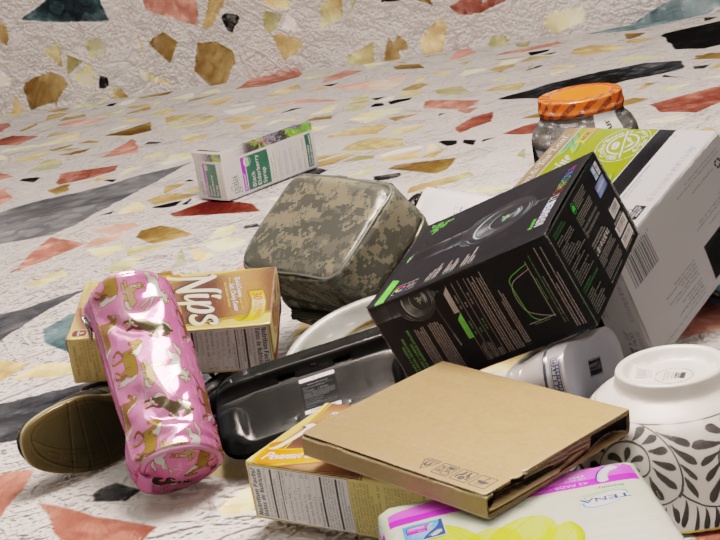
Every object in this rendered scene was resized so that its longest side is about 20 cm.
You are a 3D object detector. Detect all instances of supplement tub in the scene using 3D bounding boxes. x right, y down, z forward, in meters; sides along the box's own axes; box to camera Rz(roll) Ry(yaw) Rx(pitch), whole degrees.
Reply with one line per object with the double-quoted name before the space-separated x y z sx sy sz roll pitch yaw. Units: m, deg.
"supplement tub" 0.260 -0.102 1.707 0.121 0.202 0.123 -9 17 3

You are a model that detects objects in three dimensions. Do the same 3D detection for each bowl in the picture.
"bowl" 0.247 0.116 1.178 0.198 0.095 0.201 -9 16 3

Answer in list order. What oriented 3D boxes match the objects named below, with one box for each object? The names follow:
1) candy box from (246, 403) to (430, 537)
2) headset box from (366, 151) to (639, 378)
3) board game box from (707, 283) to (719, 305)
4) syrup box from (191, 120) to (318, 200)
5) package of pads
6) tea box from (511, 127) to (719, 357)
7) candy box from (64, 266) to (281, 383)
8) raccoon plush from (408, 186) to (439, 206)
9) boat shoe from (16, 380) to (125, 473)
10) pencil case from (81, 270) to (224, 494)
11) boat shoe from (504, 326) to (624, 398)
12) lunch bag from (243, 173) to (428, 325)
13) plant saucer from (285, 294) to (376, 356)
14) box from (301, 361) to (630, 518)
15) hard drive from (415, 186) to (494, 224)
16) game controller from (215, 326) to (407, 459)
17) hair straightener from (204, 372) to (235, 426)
"candy box" 0.022 0.161 1.209 0.198 0.056 0.115 2 21 36
"headset box" 0.121 0.003 1.320 0.199 0.093 0.174 -24 16 32
"board game box" 0.414 -0.051 1.569 0.200 0.047 0.151 -43 25 -10
"syrup box" -0.170 -0.179 2.451 0.199 0.080 0.081 -25 22 -40
"package of pads" 0.117 0.201 1.023 0.198 0.069 0.155 -12 16 -2
"tea box" 0.248 -0.031 1.502 0.196 0.134 0.200 6 43 47
"candy box" -0.179 0.053 1.486 0.198 0.056 0.116 -5 29 3
"raccoon plush" 0.134 -0.043 1.800 0.198 0.098 0.134 -16 25 -18
"boat shoe" -0.247 0.144 1.453 0.200 0.073 0.066 -19 11 -41
"pencil case" -0.186 0.099 1.353 0.086 0.201 0.083 -30 -30 12
"boat shoe" 0.178 0.087 1.294 0.065 0.074 0.200 -13 -12 25
"lunch bag" 0.000 0.000 1.608 0.199 0.168 0.140 7 61 50
"plant saucer" 0.024 0.093 1.428 0.198 0.051 0.201 -14 29 8
"box" 0.078 0.122 1.143 0.163 0.021 0.199 -23 22 -37
"hard drive" 0.130 -0.021 1.665 0.199 0.025 0.133 11 66 38
"game controller" -0.036 0.108 1.360 0.198 0.042 0.105 -18 45 2
"hair straightener" -0.134 0.091 1.528 0.041 0.077 0.200 -33 10 20
